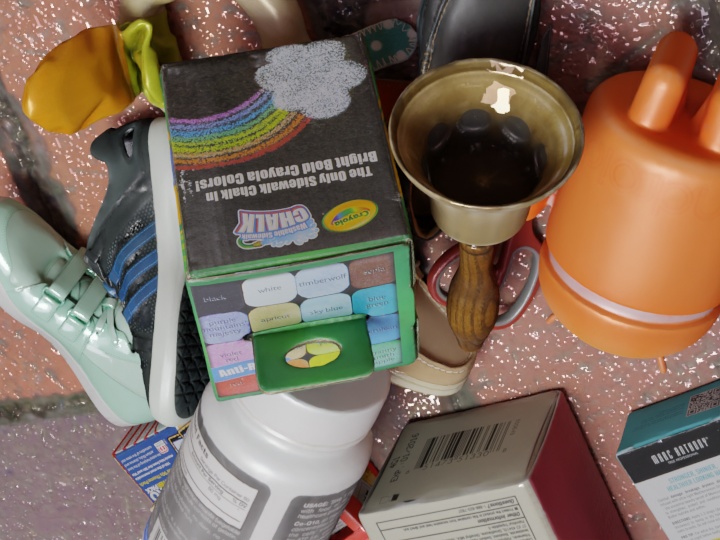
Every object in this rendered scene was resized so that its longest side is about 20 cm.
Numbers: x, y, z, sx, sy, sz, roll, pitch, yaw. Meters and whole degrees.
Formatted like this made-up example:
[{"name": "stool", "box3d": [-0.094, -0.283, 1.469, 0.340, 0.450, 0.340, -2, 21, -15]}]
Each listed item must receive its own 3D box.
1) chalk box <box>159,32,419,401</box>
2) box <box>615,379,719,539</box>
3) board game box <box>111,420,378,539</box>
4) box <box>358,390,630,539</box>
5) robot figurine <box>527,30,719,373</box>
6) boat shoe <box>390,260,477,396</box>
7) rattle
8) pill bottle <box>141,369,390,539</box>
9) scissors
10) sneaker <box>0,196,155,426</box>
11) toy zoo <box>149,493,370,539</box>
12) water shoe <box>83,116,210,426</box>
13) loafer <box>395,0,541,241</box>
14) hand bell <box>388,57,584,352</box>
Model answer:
[{"name": "chalk box", "box3d": [-0.037, -0.012, 0.945, 0.124, 0.201, 0.124, -9, 145, -2]}, {"name": "box", "box3d": [0.252, 0.170, 1.094, 0.082, 0.049, 0.200, -24, 109, 30]}, {"name": "board game box", "box3d": [-0.061, 0.170, 1.217, 0.151, 0.046, 0.200, -28, 107, 31]}, {"name": "box", "box3d": [0.106, 0.200, 1.132, 0.127, 0.109, 0.201, -15, 113, 27]}, {"name": "robot figurine", "box3d": [0.167, -0.034, 0.967, 0.143, 0.117, 0.201, -3, 127, -23]}, {"name": "boat shoe", "box3d": [0.000, 0.000, 1.076, 0.200, 0.074, 0.069, 38, 131, -3]}, {"name": "rattle", "box3d": [-0.074, -0.113, 1.002, 0.199, 0.143, 0.131, 27, 111, 11]}, {"name": "pill bottle", "box3d": [-0.060, 0.126, 1.068, 0.113, 0.114, 0.201, 28, 124, 3]}, {"name": "scissors", "box3d": [0.103, -0.053, 1.040, 0.073, 0.014, 0.201, 16, 113, -18]}, {"name": "sneaker", "box3d": [-0.170, 0.016, 1.149, 0.118, 0.074, 0.201, -17, 122, 35]}, {"name": "toy zoo", "box3d": [-0.038, 0.205, 1.187, 0.200, 0.020, 0.131, 46, 124, -10]}, {"name": "water shoe", "box3d": [-0.136, 0.002, 1.094, 0.078, 0.071, 0.201, -5, 80, 22]}, {"name": "loafer", "box3d": [0.064, -0.108, 0.975, 0.072, 0.072, 0.201, 8, 123, -9]}, {"name": "hand bell", "box3d": [0.067, -0.016, 0.965, 0.104, 0.104, 0.200, 16, 146, 11]}]
